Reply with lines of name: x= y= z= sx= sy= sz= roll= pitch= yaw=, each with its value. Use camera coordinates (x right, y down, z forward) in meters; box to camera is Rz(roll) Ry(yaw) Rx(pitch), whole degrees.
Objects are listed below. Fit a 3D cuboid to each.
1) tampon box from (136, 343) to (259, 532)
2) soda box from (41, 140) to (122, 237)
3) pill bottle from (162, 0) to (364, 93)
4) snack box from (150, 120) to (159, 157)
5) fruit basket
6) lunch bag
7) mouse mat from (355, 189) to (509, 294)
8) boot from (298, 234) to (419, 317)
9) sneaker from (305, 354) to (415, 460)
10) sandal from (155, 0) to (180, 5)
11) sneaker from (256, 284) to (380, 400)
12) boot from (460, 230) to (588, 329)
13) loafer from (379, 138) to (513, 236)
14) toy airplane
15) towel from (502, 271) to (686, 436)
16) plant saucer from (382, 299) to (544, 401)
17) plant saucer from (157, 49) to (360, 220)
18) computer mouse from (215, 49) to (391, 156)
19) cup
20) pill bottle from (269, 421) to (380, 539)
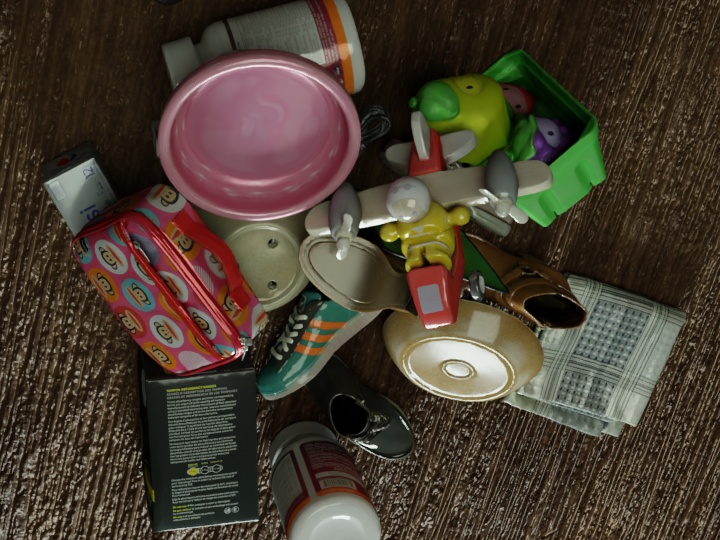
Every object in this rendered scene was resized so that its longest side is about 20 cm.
tampon box: x=-0.193 y=0.176 z=1.517 sx=0.125 sy=0.150 sz=0.201 roll=-4 pitch=113 yaw=-13
soda box: x=-0.280 y=-0.038 z=1.450 sx=0.063 sy=0.068 sz=0.201 roll=-28 pitch=117 yaw=-3
pill bottle: x=-0.104 y=-0.221 z=1.387 sx=0.199 sy=0.110 sz=0.110 roll=-16 pitch=115 yaw=-7
snack box: x=-0.130 y=-0.151 z=1.439 sx=0.198 sy=0.072 sz=0.024 roll=-4 pitch=113 yaw=-13
fruit basket: x=0.153 y=-0.166 z=1.433 sx=0.155 sy=0.216 sz=0.216 roll=-39 pitch=116 yaw=4
lunch bag: x=-0.190 y=0.009 z=1.354 sx=0.200 sy=0.176 sz=0.082 roll=54 pitch=48 yaw=-17
mouse mat: x=0.074 y=-0.035 z=1.468 sx=0.160 sy=0.200 sz=0.008 roll=19 pitch=107 yaw=-20
boot: x=0.000 y=0.000 z=1.444 sx=0.199 sy=0.155 sz=0.074 roll=24 pitch=94 yaw=-24
sneaker: x=0.006 y=0.192 z=1.596 sx=0.075 sy=0.106 sz=0.200 roll=-44 pitch=120 yaw=6
sandal: x=-0.150 y=-0.356 z=1.362 sx=0.075 sy=0.045 sz=0.200 roll=40 pitch=98 yaw=-25
sneaker: x=-0.060 y=0.065 z=1.552 sx=0.200 sy=0.071 sz=0.080 roll=-44 pitch=115 yaw=-3
boot: x=0.161 y=0.021 z=1.538 sx=0.199 sy=0.155 sz=0.077 roll=13 pitch=107 yaw=-19
loafer: x=0.109 y=-0.110 z=1.526 sx=0.199 sy=0.072 sz=0.063 roll=31 pitch=89 yaw=-30
toy airplane: x=0.065 y=-0.070 z=1.297 sx=0.200 sy=0.199 sz=0.141 roll=-52 pitch=155 yaw=2
towel: x=0.305 y=0.116 z=1.683 sx=0.191 sy=0.035 sz=0.201 roll=18 pitch=107 yaw=-21
plant saucer: x=0.120 y=0.106 z=1.565 sx=0.199 sy=0.036 sz=0.201 roll=9 pitch=145 yaw=7
plant saucer: x=-0.101 y=-0.139 z=1.284 sx=0.199 sy=0.051 sz=0.201 roll=-4 pitch=133 yaw=-5
computer mouse: x=-0.072 y=-0.171 z=1.324 sx=0.199 sy=0.044 sz=0.110 roll=32 pitch=122 yaw=-33
cup: x=-0.123 y=-0.031 z=1.452 sx=0.199 sy=0.143 sz=0.202 roll=-5 pitch=114 yaw=-12
pill bottle: x=-0.049 y=0.269 z=1.564 sx=0.109 sy=0.200 sz=0.110 roll=-5 pitch=113 yaw=-12
